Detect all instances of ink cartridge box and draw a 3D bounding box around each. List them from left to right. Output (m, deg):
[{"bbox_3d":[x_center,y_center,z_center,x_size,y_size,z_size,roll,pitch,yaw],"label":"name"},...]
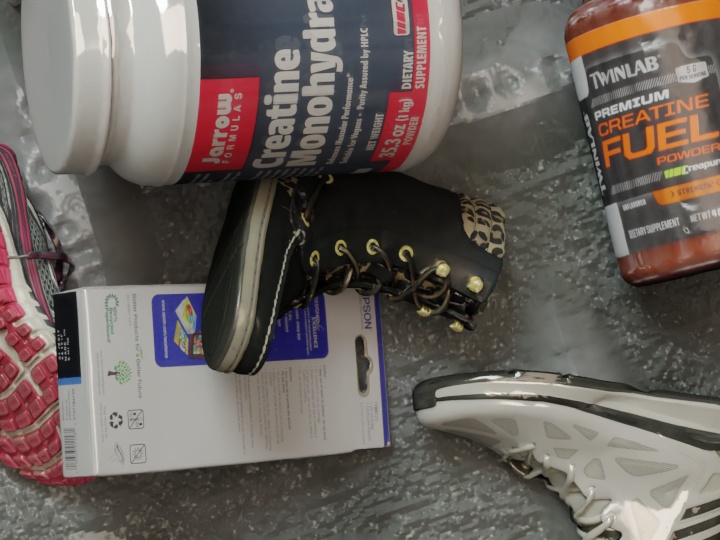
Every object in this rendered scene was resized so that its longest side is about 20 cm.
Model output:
[{"bbox_3d":[-0.073,0.057,1.105,0.199,0.039,0.100,0,84,-38],"label":"ink cartridge box"}]

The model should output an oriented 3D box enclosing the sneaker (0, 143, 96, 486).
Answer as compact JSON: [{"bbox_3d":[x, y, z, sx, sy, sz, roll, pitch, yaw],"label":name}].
[{"bbox_3d":[-0.182,0.023,1.104,0.080,0.075,0.201,-14,100,33],"label":"sneaker"}]

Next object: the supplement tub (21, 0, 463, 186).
[{"bbox_3d":[-0.061,-0.115,1.016,0.199,0.140,0.142,-5,86,-20],"label":"supplement tub"}]

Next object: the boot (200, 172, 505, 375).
[{"bbox_3d":[0.001,-0.002,1.086,0.153,0.204,0.074,22,127,-10],"label":"boot"}]

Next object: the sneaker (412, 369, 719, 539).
[{"bbox_3d":[0.123,0.120,1.134,0.199,0.076,0.116,8,82,-10],"label":"sneaker"}]

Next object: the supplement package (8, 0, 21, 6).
[{"bbox_3d":[-0.166,-0.235,1.060,0.121,0.200,0.120,-31,90,-9],"label":"supplement package"}]

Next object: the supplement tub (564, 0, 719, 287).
[{"bbox_3d":[0.176,-0.098,1.145,0.106,0.107,0.202,-13,87,-9],"label":"supplement tub"}]
